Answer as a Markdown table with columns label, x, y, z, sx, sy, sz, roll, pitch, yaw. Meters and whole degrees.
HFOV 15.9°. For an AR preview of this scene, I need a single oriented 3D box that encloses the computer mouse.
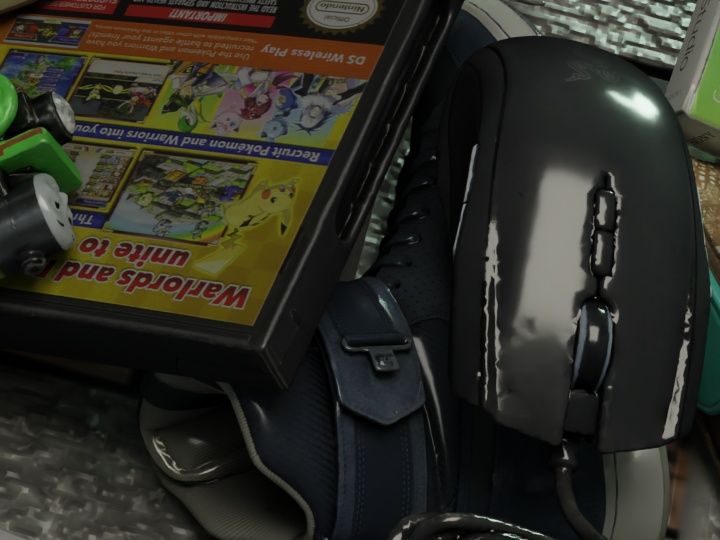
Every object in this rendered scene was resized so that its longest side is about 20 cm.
| label | x | y | z | sx | sy | sz | roll | pitch | yaw |
| --- | --- | --- | --- | --- | --- | --- | --- | --- | --- |
| computer mouse | 0.087 | 0.014 | 0.709 | 0.139 | 0.046 | 0.201 | 14 | 55 | -8 |

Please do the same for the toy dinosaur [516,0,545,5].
| label | x | y | z | sx | sy | sz | roll | pitch | yaw |
| --- | --- | --- | --- | --- | --- | --- | --- | --- | --- |
| toy dinosaur | -0.029 | -0.099 | 0.848 | 0.102 | 0.077 | 0.200 | 28 | 49 | 29 |

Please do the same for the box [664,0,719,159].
| label | x | y | z | sx | sy | sz | roll | pitch | yaw |
| --- | --- | --- | --- | --- | --- | --- | --- | --- | --- |
| box | 0.208 | -0.075 | 0.838 | 0.199 | 0.036 | 0.145 | 23 | 78 | -11 |

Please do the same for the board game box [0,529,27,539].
| label | x | y | z | sx | sy | sz | roll | pitch | yaw |
| --- | --- | --- | --- | --- | --- | --- | --- | --- | --- |
| board game box | -0.122 | 0.158 | 0.663 | 0.198 | 0.043 | 0.201 | 21 | 53 | 4 |

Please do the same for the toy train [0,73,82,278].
| label | x | y | z | sx | sy | sz | roll | pitch | yaw |
| --- | --- | --- | --- | --- | --- | --- | --- | --- | --- |
| toy train | -0.167 | 0.007 | 0.723 | 0.199 | 0.042 | 0.057 | -24 | 60 | 7 |

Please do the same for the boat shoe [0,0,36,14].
| label | x | y | z | sx | sy | sz | roll | pitch | yaw |
| --- | --- | --- | --- | --- | --- | --- | --- | --- | --- |
| boat shoe | -0.077 | -0.149 | 0.783 | 0.199 | 0.072 | 0.072 | -29 | 47 | 1 |

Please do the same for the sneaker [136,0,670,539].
| label | x | y | z | sx | sy | sz | roll | pitch | yaw |
| --- | --- | --- | --- | --- | --- | --- | --- | --- | --- |
| sneaker | 0.000 | 0.000 | 0.780 | 0.145 | 0.077 | 0.203 | -3 | 56 | -16 |

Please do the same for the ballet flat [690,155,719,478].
| label | x | y | z | sx | sy | sz | roll | pitch | yaw |
| --- | --- | --- | --- | --- | --- | --- | --- | --- | --- |
| ballet flat | 0.137 | 0.045 | 0.781 | 0.065 | 0.071 | 0.201 | -1 | 57 | -29 |

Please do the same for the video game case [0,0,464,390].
| label | x | y | z | sx | sy | sz | roll | pitch | yaw |
| --- | --- | --- | --- | --- | --- | --- | --- | --- | --- |
| video game case | -0.076 | -0.056 | 0.775 | 0.199 | 0.026 | 0.182 | 7 | 57 | 28 |
